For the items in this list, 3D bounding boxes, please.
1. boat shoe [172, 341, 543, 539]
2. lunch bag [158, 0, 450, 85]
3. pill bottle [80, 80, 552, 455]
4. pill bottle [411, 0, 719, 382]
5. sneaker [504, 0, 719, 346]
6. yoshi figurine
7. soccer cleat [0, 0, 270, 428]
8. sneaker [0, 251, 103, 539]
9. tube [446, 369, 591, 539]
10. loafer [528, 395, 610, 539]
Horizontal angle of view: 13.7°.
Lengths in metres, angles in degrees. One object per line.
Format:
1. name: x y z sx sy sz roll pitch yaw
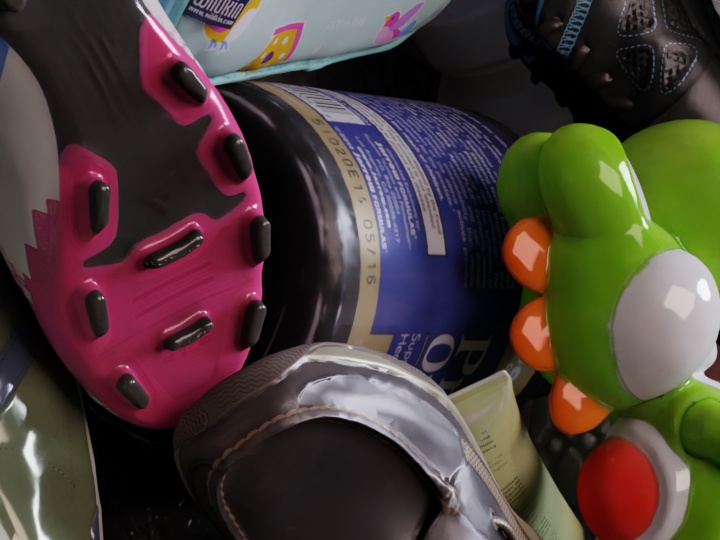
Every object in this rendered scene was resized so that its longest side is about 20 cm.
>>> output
1. boat shoe: 0.020 0.088 0.853 0.200 0.074 0.073 42 12 -48
2. lunch bag: -0.005 -0.136 0.854 0.077 0.161 0.200 41 23 15
3. pill bottle: 0.000 0.000 0.944 0.200 0.111 0.112 2 73 -56
4. pill bottle: 0.100 -0.047 1.122 0.200 0.112 0.112 53 36 -29
5. sneaker: 0.088 -0.066 1.008 0.082 0.073 0.201 -12 79 -28
6. yoshi figurine: 0.113 0.037 0.922 0.201 0.112 0.112 66 18 -13
7. soccer cleat: -0.082 -0.052 0.785 0.070 0.086 0.201 -34 125 -23
8. sneaker: -0.120 0.020 0.803 0.090 0.067 0.201 -2 72 -71
9. tube: 0.035 0.075 0.955 0.058 0.052 0.200 -63 157 -9
10. loafer: 0.107 0.112 1.097 0.070 0.070 0.201 -4 87 -51
